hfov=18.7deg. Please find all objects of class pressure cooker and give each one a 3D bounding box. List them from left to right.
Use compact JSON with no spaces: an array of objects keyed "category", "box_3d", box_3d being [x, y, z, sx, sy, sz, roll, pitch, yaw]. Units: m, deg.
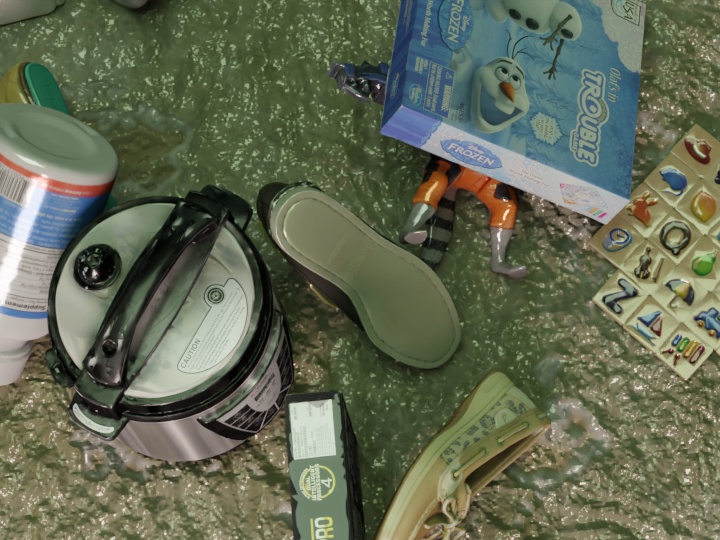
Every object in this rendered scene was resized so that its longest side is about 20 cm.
[{"category":"pressure cooker","box_3d":[-0.145,0.043,1.644,0.177,0.200,0.177,-14,69,0]}]

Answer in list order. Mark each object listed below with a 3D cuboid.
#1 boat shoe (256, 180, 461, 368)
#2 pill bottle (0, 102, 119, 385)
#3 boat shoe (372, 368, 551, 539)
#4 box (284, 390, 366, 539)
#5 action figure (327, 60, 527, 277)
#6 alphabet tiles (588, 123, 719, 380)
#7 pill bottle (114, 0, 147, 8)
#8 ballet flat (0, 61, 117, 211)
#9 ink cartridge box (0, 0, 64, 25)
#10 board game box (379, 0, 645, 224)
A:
[{"category":"boat shoe","box_3d":[0.000,0.000,1.676,0.072,0.201,0.061,-49,30,-5]},{"category":"pill bottle","box_3d":[-0.268,-0.017,1.686,0.112,0.112,0.201,31,114,14]},{"category":"boat shoe","box_3d":[0.074,0.152,1.625,0.062,0.073,0.200,35,52,8]},{"category":"box","box_3d":[-0.019,0.204,1.599,0.049,0.161,0.202,-7,72,5]},{"category":"action figure","box_3d":[0.052,-0.100,1.722,0.199,0.105,0.195,11,64,-23]},{"category":"alphabet tiles","box_3d":[0.284,-0.017,1.724,0.166,0.006,0.200,41,80,17]},{"category":"pill bottle","box_3d":[-0.159,-0.324,1.813,0.111,0.111,0.200,38,79,16]},{"category":"ballet flat","box_3d":[-0.245,-0.075,1.775,0.063,0.068,0.201,-35,67,23]},{"category":"ink cartridge box","box_3d":[-0.343,-0.307,1.840,0.145,0.084,0.201,-15,70,0]},{"category":"board game box","box_3d":[0.122,-0.158,1.696,0.198,0.043,0.201,21,54,-17]}]
